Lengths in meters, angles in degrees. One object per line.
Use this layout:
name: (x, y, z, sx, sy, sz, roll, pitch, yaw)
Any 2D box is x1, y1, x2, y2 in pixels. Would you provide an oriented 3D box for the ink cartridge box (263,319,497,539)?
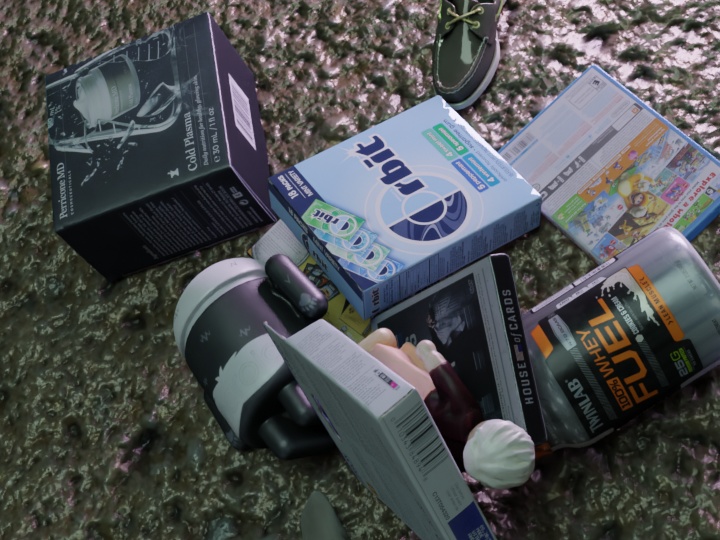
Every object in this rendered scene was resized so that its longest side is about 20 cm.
ink cartridge box: (0.020, 0.134, 1.040, 0.043, 0.198, 0.200, -36, 32, -12)

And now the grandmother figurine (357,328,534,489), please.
grandmother figurine: (0.065, 0.110, 1.041, 0.060, 0.122, 0.199, -33, 35, -18)

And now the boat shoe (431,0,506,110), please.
boat shoe: (0.111, -0.260, 1.340, 0.071, 0.060, 0.204, 7, 67, 24)

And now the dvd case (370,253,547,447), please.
dvd case: (0.076, 0.087, 1.096, 0.024, 0.200, 0.152, -4, 75, -30)

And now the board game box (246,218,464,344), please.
board game box: (0.000, 0.000, 1.263, 0.135, 0.035, 0.200, -43, 57, -4)

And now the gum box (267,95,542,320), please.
gum box: (0.040, -0.064, 1.234, 0.198, 0.045, 0.170, -27, 53, -20)

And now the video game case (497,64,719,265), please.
video game case: (0.235, -0.089, 1.230, 0.143, 0.018, 0.200, -42, 57, -4)

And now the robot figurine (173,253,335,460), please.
robot figurine: (-0.087, 0.079, 1.205, 0.150, 0.125, 0.200, -38, 58, -5)

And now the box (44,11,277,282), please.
box: (-0.207, -0.125, 1.357, 0.194, 0.124, 0.202, -20, 59, 13)

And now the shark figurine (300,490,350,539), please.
shark figurine: (0.021, 0.263, 1.091, 0.212, 0.090, 0.130, 12, 70, 28)

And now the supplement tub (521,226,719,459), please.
supplement tub: (0.205, 0.064, 1.099, 0.199, 0.123, 0.123, -33, 57, 4)
